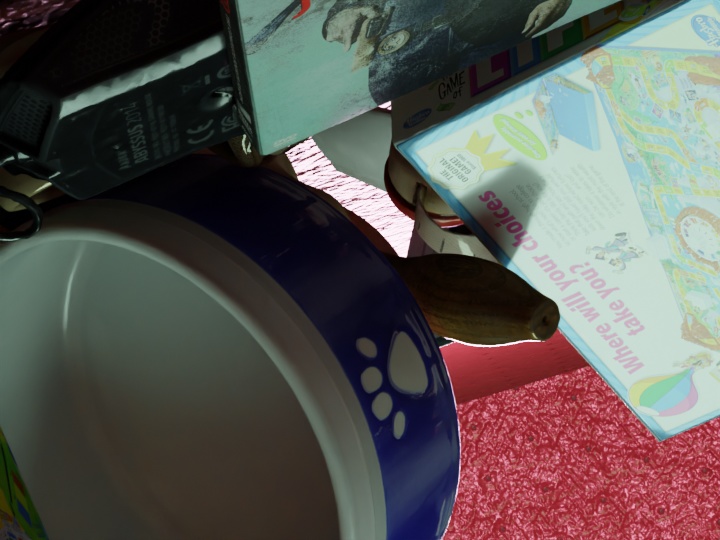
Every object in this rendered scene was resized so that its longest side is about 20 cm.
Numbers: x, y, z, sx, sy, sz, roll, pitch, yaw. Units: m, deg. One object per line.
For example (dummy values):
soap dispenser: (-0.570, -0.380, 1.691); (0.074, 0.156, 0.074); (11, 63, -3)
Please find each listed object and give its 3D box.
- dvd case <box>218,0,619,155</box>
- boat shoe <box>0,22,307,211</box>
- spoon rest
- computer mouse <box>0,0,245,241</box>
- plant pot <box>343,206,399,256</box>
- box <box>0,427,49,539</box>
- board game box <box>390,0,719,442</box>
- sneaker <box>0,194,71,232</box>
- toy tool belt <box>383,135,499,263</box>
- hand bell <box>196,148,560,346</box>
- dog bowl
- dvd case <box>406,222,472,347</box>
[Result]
dvd case: (0.024, -0.107, 0.748); (0.145, 0.022, 0.200); (-24, 160, -8)
boat shoe: (-0.044, -0.068, 0.913); (0.199, 0.065, 0.071); (-14, 172, -11)
spoon rest: (0.063, -0.044, 1.068); (0.199, 0.061, 0.099); (25, -176, 19)
computer mouse: (-0.073, -0.074, 0.822); (0.199, 0.053, 0.139); (-22, 160, -14)
plant pot: (-0.088, 0.023, 1.137); (0.185, 0.188, 0.200); (-18, 158, 16)
box: (-0.181, 0.095, 0.838); (0.121, 0.194, 0.200); (-24, 174, -1)
board game box: (0.120, -0.026, 0.929); (0.134, 0.034, 0.200); (-25, 131, 22)
sneaker: (-0.185, -0.011, 0.984); (0.199, 0.078, 0.078); (-17, 170, -7)
toy tool belt: (0.108, -0.087, 0.983); (0.199, 0.125, 0.123); (-12, 145, -14)
hand bell: (0.000, 0.000, 0.965); (0.104, 0.105, 0.199); (-9, -165, -40)
dog bowl: (-0.063, 0.060, 0.949); (0.200, 0.201, 0.079); (-23, -173, 42)
dvd case: (0.111, -0.048, 1.148); (0.199, 0.151, 0.025); (-22, 126, 31)
